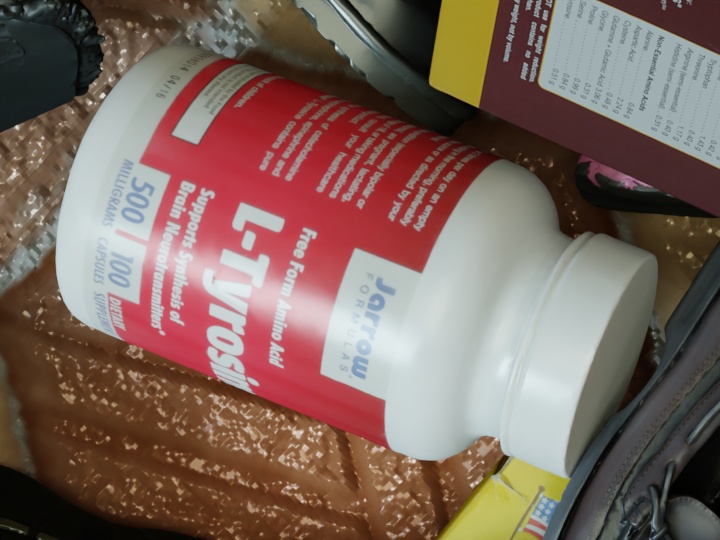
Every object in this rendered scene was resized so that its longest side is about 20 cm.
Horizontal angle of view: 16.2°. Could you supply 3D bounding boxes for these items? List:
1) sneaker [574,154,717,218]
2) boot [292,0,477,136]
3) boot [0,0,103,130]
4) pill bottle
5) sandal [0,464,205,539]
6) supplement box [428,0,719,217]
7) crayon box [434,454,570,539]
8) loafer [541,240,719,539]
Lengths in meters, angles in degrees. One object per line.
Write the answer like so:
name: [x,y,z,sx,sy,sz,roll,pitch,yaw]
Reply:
sneaker: [0.180,-0.062,0.920,0.199,0.080,0.087,5,84,2]
boot: [0.024,-0.172,0.920,0.158,0.079,0.212,-35,89,15]
boot: [-0.178,-0.052,0.929,0.162,0.198,0.074,-27,72,-13]
pill bottle: [0.000,0.000,0.912,0.199,0.112,0.113,21,97,17]
sandal: [-0.122,0.124,0.974,0.200,0.080,0.058,18,110,5]
supplement box: [0.148,-0.124,0.803,0.199,0.198,0.133,25,55,12]
crayon box: [0.060,0.164,0.963,0.127,0.051,0.200,39,99,3]
loafer: [0.121,0.074,0.885,0.063,0.072,0.201,22,83,47]
